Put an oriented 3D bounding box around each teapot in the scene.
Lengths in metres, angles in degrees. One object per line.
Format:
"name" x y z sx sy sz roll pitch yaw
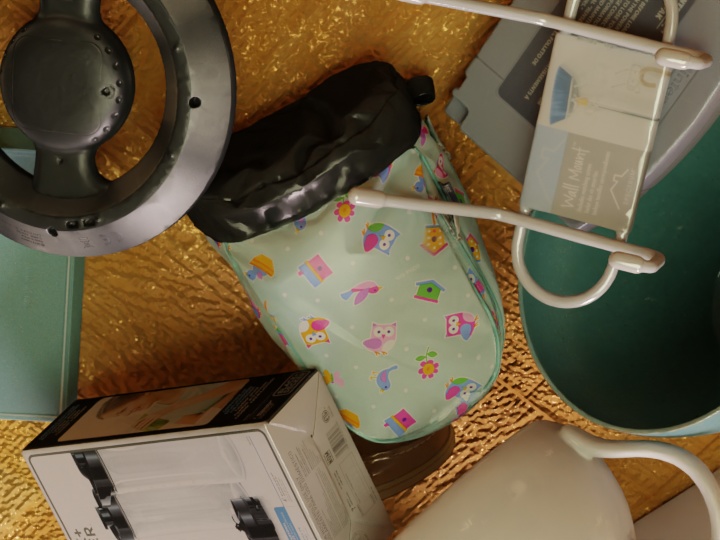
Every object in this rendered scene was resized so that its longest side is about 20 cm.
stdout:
"teapot" 0.095 0.191 1.487 0.146 0.197 0.200 47 155 10

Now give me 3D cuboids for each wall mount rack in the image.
"wall mount rack" 0.095 -0.079 1.409 0.173 0.075 0.201 15 101 15

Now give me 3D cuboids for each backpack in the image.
"backpack" 0.000 0.000 1.498 0.167 0.127 0.200 -25 115 10

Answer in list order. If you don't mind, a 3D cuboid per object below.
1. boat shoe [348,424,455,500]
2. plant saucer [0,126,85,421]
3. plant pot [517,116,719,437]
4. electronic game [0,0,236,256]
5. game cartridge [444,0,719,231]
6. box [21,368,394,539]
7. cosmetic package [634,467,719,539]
"boat shoe" -0.042 0.108 1.589 0.199 0.071 0.065 -11 120 4
"plant saucer" -0.202 0.008 1.554 0.070 0.019 0.201 4 120 -6
"plant pot" 0.210 0.007 1.500 0.135 0.200 0.200 18 121 -47
"electronic game" -0.164 -0.106 1.445 0.199 0.042 0.201 4 104 17
"game cartridge" 0.148 -0.128 1.448 0.133 0.042 0.200 42 112 16
"box" -0.092 0.130 1.514 0.200 0.060 0.117 -8 116 39
"cosmetic package" 0.191 0.232 1.667 0.200 0.081 0.113 -35 114 16
